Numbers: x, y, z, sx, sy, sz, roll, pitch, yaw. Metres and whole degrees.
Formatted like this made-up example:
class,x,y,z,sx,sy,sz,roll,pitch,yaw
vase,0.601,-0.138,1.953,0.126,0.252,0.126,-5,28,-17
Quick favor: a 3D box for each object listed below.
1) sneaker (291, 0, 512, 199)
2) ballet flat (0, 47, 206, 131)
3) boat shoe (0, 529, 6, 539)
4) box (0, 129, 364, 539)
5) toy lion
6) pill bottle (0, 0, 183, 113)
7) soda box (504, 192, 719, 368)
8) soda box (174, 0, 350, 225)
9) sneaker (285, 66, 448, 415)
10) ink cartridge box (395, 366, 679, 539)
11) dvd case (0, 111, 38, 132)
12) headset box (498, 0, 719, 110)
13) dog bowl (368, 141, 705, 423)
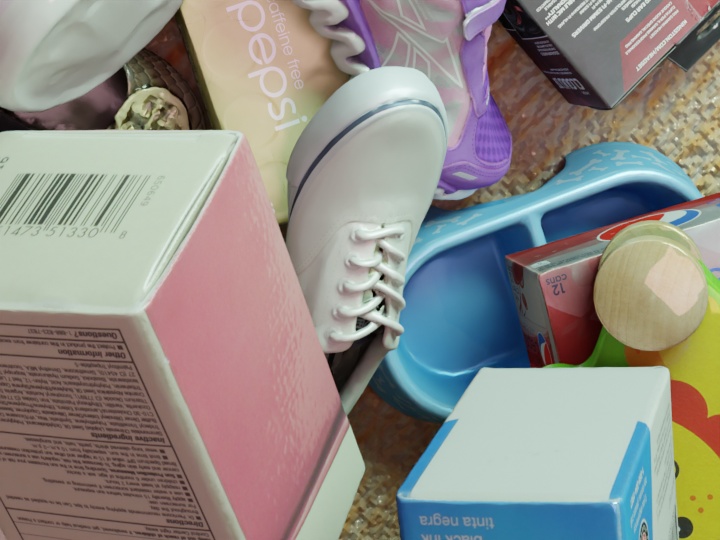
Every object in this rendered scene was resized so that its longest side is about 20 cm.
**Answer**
class,x,y,z,sx,sy,sz,roll,pitch,yaw
sneaker,0.033,-0.112,0.762,0.088,0.081,0.201,-13,134,24
ballet flat,-0.162,-0.101,0.787,0.199,0.046,0.068,30,92,-11
boat shoe,-0.158,0.083,0.804,0.070,0.063,0.203,12,94,-8
box,-0.092,0.051,0.718,0.126,0.110,0.201,2,133,24
toy lion,0.148,0.089,0.722,0.198,0.069,0.194,17,102,6
pill bottle,-0.169,-0.176,0.726,0.112,0.112,0.200,-40,82,-2
soda box,0.173,-0.001,0.791,0.198,0.070,0.064,-16,99,-6
soda box,-0.053,-0.124,0.793,0.067,0.064,0.202,-19,99,-6
sneaker,0.000,0.000,0.763,0.072,0.071,0.201,-6,139,-23
ink cartridge box,0.078,0.154,0.650,0.083,0.146,0.203,-1,104,16
dvd case,-0.235,-0.029,0.756,0.198,0.016,0.150,27,67,-3
headset box,0.111,-0.185,0.805,0.149,0.075,0.200,-44,101,-1
dog bowl,0.091,0.010,0.841,0.198,0.050,0.113,-20,100,-6
